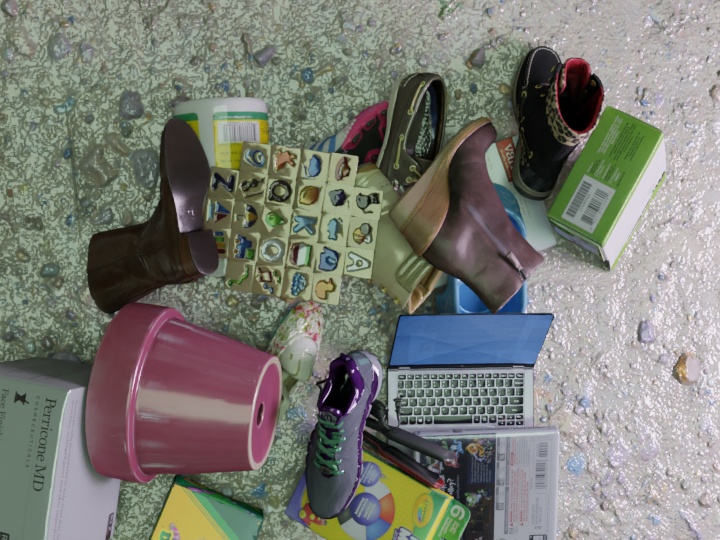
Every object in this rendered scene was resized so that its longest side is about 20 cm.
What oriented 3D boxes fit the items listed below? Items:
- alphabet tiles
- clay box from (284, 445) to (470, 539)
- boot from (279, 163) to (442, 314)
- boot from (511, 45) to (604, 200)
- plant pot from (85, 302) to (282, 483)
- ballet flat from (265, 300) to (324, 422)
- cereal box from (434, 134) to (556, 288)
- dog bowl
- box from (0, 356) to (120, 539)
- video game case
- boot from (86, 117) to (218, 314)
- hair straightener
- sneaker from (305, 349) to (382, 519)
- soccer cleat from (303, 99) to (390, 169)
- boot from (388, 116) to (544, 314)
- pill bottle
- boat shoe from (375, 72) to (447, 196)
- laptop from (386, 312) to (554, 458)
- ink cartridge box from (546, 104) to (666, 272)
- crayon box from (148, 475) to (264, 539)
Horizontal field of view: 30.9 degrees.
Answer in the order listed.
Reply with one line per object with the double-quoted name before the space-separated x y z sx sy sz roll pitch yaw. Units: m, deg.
"alphabet tiles" -0.078 -0.053 1.458 0.197 0.006 0.169 8 93 4
"clay box" 0.021 0.287 1.550 0.198 0.048 0.116 27 90 19
"boot" 0.000 0.000 1.503 0.156 0.073 0.200 46 109 14
"boot" 0.229 -0.200 1.516 0.072 0.151 0.202 14 65 -8
"plant pot" -0.189 0.146 1.463 0.176 0.200 0.203 8 91 10
"ballet flat" -0.094 0.133 1.556 0.075 0.064 0.201 29 94 -41
"cereal box" 0.125 -0.068 1.588 0.198 0.040 0.146 -20 94 -5
"dog bowl" 0.147 -0.004 1.546 0.110 0.050 0.202 -10 119 -10
"box" -0.356 0.209 1.456 0.129 0.200 0.202 9 91 11
"video game case" 0.152 0.291 1.596 0.179 0.023 0.203 -1 104 -6
"boot" -0.253 -0.059 1.491 0.064 0.199 0.189 2 76 -46
"hair straightener" 0.029 0.177 1.554 0.199 0.041 0.078 31 105 22
"sneaker" -0.036 0.189 1.506 0.074 0.087 0.203 12 90 24
"soccer cleat" -0.024 -0.146 1.557 0.200 0.086 0.070 -40 126 -24
"boot" 0.139 -0.063 1.453 0.166 0.072 0.200 40 57 2
"pill bottle" -0.159 -0.096 1.521 0.111 0.113 0.203 -4 92 -6
"boat shoe" 0.063 -0.131 1.523 0.071 0.059 0.203 9 88 -32
"laptop" 0.129 0.148 1.559 0.184 0.116 0.203 0 92 -5
"ink cartridge box" 0.297 -0.089 1.547 0.075 0.200 0.149 29 88 17
"crayon box" -0.207 0.362 1.560 0.118 0.058 0.202 23 90 -7
